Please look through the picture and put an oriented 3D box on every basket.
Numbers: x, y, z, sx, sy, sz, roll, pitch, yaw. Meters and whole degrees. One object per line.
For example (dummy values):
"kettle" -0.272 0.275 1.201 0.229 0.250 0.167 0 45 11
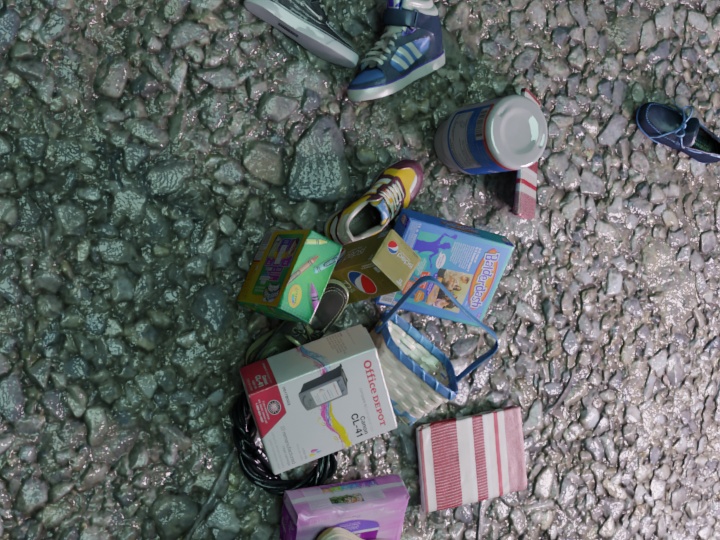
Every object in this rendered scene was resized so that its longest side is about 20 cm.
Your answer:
"basket" 0.093 0.123 1.686 0.199 0.140 0.176 -41 111 19

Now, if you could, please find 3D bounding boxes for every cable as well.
"cable" -0.114 0.259 1.659 0.160 0.051 0.204 -10 96 -24

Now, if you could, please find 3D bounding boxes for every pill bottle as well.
"pill bottle" 0.198 -0.209 1.708 0.110 0.199 0.115 -1 92 -23

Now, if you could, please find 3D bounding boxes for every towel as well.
"towel" 0.185 0.314 1.807 0.196 0.023 0.147 -8 96 -22
"towel" 0.273 -0.188 1.789 0.022 0.144 0.204 3 90 17

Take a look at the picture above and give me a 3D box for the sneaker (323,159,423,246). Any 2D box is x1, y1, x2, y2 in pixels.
"sneaker" 0.036 -0.103 1.697 0.200 0.090 0.075 -43 107 -17

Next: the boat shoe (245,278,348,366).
"boat shoe" -0.093 0.097 1.613 0.200 0.066 0.072 -41 113 13

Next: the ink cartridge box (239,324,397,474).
"ink cartridge box" -0.061 0.187 1.578 0.197 0.086 0.150 -19 116 -7

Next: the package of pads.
"package of pads" -0.026 0.390 1.672 0.196 0.076 0.123 -5 119 -25

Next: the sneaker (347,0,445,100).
"sneaker" 0.043 -0.363 1.687 0.198 0.080 0.149 -29 115 -28

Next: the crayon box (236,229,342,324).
"crayon box" -0.107 0.007 1.573 0.058 0.199 0.121 27 81 -21

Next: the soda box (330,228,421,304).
"soda box" 0.000 0.000 1.620 0.068 0.199 0.064 43 62 -19

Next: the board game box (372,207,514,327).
"board game box" 0.130 -0.002 1.737 0.197 0.045 0.154 14 110 -24

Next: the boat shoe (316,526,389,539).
"boat shoe" 0.014 0.448 1.637 0.198 0.069 0.074 25 108 -37

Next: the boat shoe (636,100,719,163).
"boat shoe" 0.590 -0.257 1.960 0.197 0.068 0.086 16 85 -24

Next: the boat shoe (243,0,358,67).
"boat shoe" -0.080 -0.383 1.651 0.198 0.072 0.069 29 81 -15
